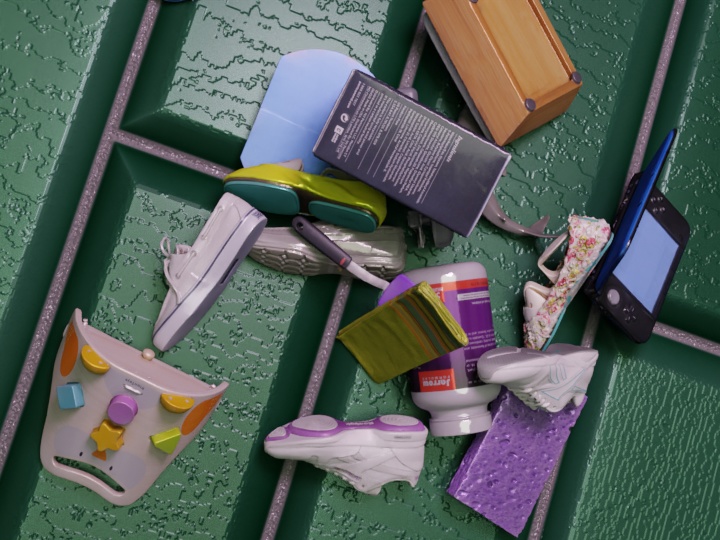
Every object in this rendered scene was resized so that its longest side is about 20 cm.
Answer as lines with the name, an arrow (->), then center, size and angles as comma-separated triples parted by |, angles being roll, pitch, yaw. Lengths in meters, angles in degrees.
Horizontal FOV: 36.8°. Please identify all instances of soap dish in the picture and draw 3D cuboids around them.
soap dish -> 0.181, -0.272, 1.345 | 0.157, 0.081, 0.202 | -30, 92, -40

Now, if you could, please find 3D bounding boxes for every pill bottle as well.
pill bottle -> 0.110, 0.095, 1.315 | 0.111, 0.112, 0.203 | -7, 87, -12

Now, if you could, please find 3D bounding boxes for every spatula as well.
spatula -> 0.000, 0.000, 1.271 | 0.199, 0.021, 0.057 | 37, 112, -2

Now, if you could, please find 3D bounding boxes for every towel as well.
towel -> 0.044, 0.079, 1.264 | 0.018, 0.200, 0.086 | -39, 93, -35

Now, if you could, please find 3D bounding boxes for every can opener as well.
can opener -> 0.080, -0.128, 1.352 | 0.066, 0.053, 0.203 | -5, 86, 3

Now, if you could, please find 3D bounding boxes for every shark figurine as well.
shark figurine -> 0.163, -0.112, 1.356 | 0.127, 0.089, 0.216 | -28, 90, -11

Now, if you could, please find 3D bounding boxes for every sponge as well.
sponge -> 0.197, 0.218, 1.356 | 0.111, 0.030, 0.202 | 33, 80, -20

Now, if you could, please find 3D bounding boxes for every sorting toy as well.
sorting toy -> -0.281, 0.177, 1.241 | 0.198, 0.107, 0.181 | 27, 107, -9

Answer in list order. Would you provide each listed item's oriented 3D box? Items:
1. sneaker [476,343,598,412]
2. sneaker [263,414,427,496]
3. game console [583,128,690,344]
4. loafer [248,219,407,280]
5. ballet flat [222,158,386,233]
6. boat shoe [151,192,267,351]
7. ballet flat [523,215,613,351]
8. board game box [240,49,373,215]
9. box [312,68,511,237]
sneaker -> 0.214, 0.132, 1.288 | 0.199, 0.070, 0.081 | 3, 96, -41
sneaker -> -0.018, 0.227, 1.299 | 0.197, 0.075, 0.101 | 1, 103, -4
game console -> 0.366, -0.039, 1.335 | 0.170, 0.118, 0.201 | 41, 62, -22
loafer -> -0.041, -0.033, 1.321 | 0.197, 0.070, 0.071 | 7, 65, -9
ballet flat -> -0.062, -0.097, 1.287 | 0.197, 0.067, 0.068 | 14, 61, 6
boat shoe -> -0.200, -0.006, 1.269 | 0.086, 0.075, 0.203 | 37, 101, 8
ballet flat -> 0.242, 0.015, 1.346 | 0.063, 0.076, 0.202 | 27, 111, 0
board game box -> -0.054, -0.168, 1.340 | 0.156, 0.039, 0.202 | 22, 89, -10
box -> 0.060, -0.137, 1.241 | 0.198, 0.148, 0.108 | 28, 99, 1
